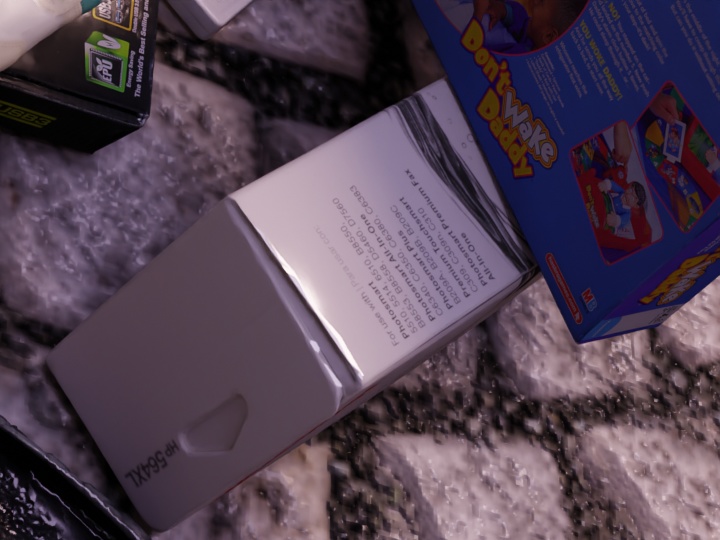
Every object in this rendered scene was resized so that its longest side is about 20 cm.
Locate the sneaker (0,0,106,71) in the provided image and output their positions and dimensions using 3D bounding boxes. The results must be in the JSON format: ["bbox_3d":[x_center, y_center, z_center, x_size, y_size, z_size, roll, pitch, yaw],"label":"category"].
[{"bbox_3d":[-0.096,-0.130,0.833,0.071,0.093,0.200,64,27,-17],"label":"sneaker"}]

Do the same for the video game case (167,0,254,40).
[{"bbox_3d":[-0.091,-0.211,1.040,0.200,0.018,0.143,49,48,-5],"label":"video game case"}]

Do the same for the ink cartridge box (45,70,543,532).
[{"bbox_3d":[0.000,0.000,0.907,0.199,0.146,0.085,-30,85,-44],"label":"ink cartridge box"}]

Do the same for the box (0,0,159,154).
[{"bbox_3d":[-0.163,-0.165,0.915,0.192,0.047,0.202,18,66,-36],"label":"box"}]

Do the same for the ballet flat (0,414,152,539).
[{"bbox_3d":[-0.105,0.091,0.838,0.200,0.057,0.067,38,48,-15],"label":"ballet flat"}]

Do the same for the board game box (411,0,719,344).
[{"bbox_3d":[0.085,-0.096,0.836,0.045,0.134,0.201,-9,67,-38],"label":"board game box"}]
